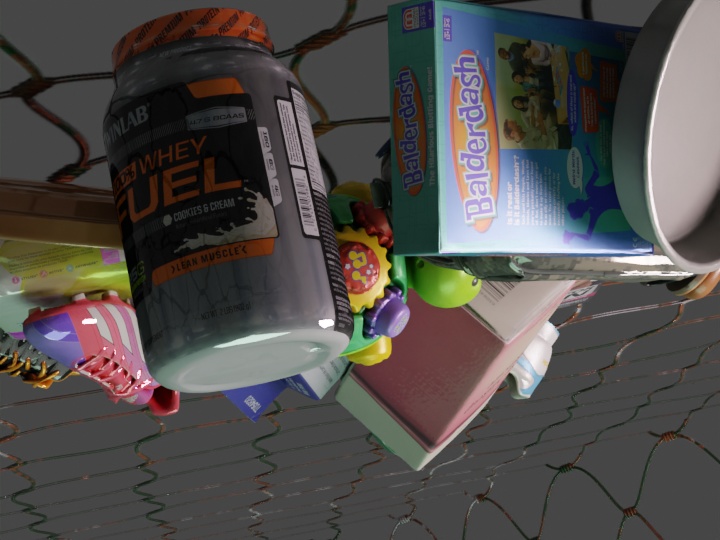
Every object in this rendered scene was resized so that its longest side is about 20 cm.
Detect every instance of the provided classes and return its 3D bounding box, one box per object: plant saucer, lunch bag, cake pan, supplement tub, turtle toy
[{"bbox_3d":[-0.196,-0.039,1.037,0.199,0.033,0.200,6,-176,0],"label":"plant saucer"},{"bbox_3d":[0.128,-0.060,1.168,0.199,0.140,0.167,-1,179,-31],"label":"lunch bag"},{"bbox_3d":[0.224,-0.100,1.040,0.037,0.202,0.200,16,-173,39],"label":"cake pan"},{"bbox_3d":[-0.080,-0.040,0.929,0.122,0.201,0.123,-12,165,-3],"label":"supplement tub"},{"bbox_3d":[0.000,0.000,1.230,0.199,0.147,0.101,-5,177,-24],"label":"turtle toy"}]

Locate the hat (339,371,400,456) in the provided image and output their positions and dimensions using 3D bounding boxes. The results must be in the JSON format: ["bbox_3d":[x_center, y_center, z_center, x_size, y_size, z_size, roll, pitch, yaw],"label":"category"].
[{"bbox_3d":[0.075,0.065,1.628,0.175,0.201,0.166,-29,127,12],"label":"hat"}]

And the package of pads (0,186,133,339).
[{"bbox_3d":[-0.192,-0.008,1.213,0.199,0.069,0.155,-13,166,-2],"label":"package of pads"}]

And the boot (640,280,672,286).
[{"bbox_3d":[0.217,-0.046,1.304,0.067,0.132,0.200,1,160,-34],"label":"boot"}]

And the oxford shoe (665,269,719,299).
[{"bbox_3d":[0.321,-0.038,1.331,0.200,0.071,0.071,-48,-165,-29],"label":"oxford shoe"}]

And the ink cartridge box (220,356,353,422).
[{"bbox_3d":[-0.035,0.046,1.376,0.200,0.041,0.200,-47,161,-6],"label":"ink cartridge box"}]

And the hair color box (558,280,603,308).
[{"bbox_3d":[0.187,-0.013,1.543,0.099,0.061,0.200,-11,165,-7],"label":"hair color box"}]

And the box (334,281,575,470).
[{"bbox_3d":[0.082,0.060,1.436,0.128,0.109,0.200,-38,164,-43],"label":"box"}]

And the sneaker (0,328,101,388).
[{"bbox_3d":[-0.283,0.064,1.388,0.199,0.078,0.078,-1,163,-35],"label":"sneaker"}]

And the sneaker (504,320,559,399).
[{"bbox_3d":[0.090,0.059,1.572,0.199,0.081,0.077,21,164,2],"label":"sneaker"}]

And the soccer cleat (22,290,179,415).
[{"bbox_3d":[-0.185,0.065,1.207,0.066,0.077,0.200,-16,167,14],"label":"soccer cleat"}]

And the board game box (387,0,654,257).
[{"bbox_3d":[0.104,-0.085,1.014,0.199,0.153,0.045,1,178,-41],"label":"board game box"}]
